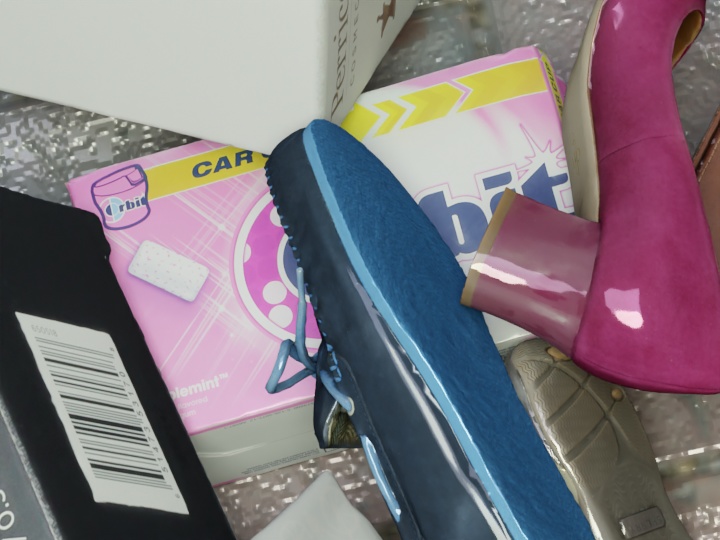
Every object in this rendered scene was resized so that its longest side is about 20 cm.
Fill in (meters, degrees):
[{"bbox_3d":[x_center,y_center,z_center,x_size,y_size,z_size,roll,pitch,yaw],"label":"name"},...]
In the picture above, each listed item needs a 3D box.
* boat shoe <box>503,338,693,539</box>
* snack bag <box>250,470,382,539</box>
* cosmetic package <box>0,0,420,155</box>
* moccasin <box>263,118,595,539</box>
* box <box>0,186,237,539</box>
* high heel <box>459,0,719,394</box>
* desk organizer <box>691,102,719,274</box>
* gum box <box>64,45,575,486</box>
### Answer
[{"bbox_3d":[0.086,0.125,0.928,0.072,0.075,0.201,-32,71,34],"label":"boat shoe"},{"bbox_3d":[0.015,0.174,0.833,0.021,0.188,0.200,-42,87,29],"label":"snack bag"},{"bbox_3d":[-0.056,-0.175,0.982,0.165,0.168,0.200,14,41,15],"label":"cosmetic package"},{"bbox_3d":[0.008,0.044,0.891,0.068,0.080,0.201,-36,65,27],"label":"moccasin"},{"bbox_3d":[-0.160,0.104,0.914,0.200,0.117,0.197,-38,63,21],"label":"box"},{"bbox_3d":[0.114,-0.044,0.929,0.096,0.068,0.201,23,63,8],"label":"high heel"},{"bbox_3d":[0.177,-0.050,0.977,0.077,0.072,0.201,24,74,16],"label":"desk organizer"},{"bbox_3d":[0.000,0.000,0.989,0.199,0.066,0.114,-16,67,3],"label":"gum box"}]
